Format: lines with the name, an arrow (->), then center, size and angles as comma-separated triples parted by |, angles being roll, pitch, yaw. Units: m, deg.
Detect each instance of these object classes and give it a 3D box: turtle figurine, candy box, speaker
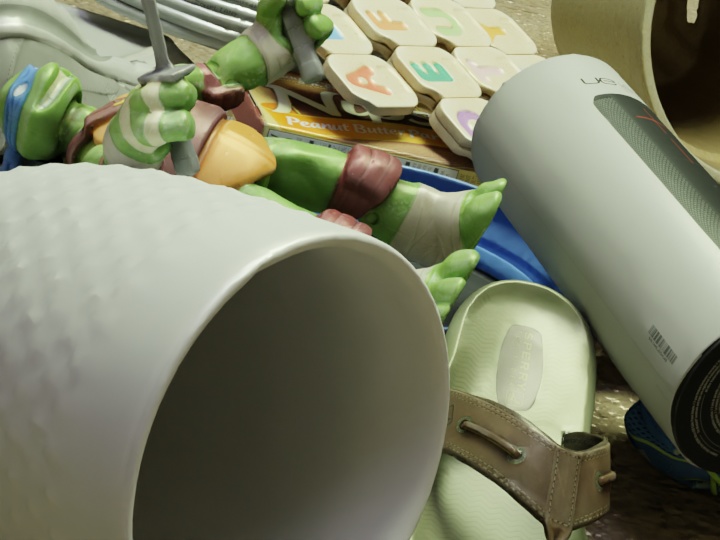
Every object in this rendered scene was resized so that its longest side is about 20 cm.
turtle figurine -> -0.033, -0.066, 0.756 | 0.194, 0.200, 0.144 | 28, 0, -2
candy box -> 0.027, -0.052, 1.050 | 0.199, 0.055, 0.115 | 11, 19, -17
speaker -> 0.117, -0.009, 0.816 | 0.081, 0.081, 0.200 | 1, 33, -24

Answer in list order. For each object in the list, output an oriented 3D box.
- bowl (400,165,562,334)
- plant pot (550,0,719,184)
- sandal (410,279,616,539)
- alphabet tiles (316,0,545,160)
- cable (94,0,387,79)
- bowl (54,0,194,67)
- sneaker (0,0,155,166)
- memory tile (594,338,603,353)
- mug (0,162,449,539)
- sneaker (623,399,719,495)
bowl -> 0.000, 0.000, 0.887 | 0.200, 0.039, 0.201 | 8, 22, -3
plant pot -> 0.226, -0.165, 1.318 | 0.200, 0.201, 0.183 | 1, 11, -24
sandal -> 0.057, 0.066, 0.719 | 0.080, 0.057, 0.201 | 16, 42, -11
alphabet tiles -> 0.031, -0.129, 1.060 | 0.195, 0.015, 0.200 | -6, 51, -49
cable -> -0.062, -0.167, 1.147 | 0.199, 0.069, 0.200 | 18, 15, -1
bowl -> -0.186, -0.097, 1.068 | 0.199, 0.075, 0.200 | 19, 21, 19
sneaker -> -0.130, -0.056, 0.901 | 0.075, 0.082, 0.200 | -11, -18, 25
memory tile -> 0.179, -0.019, 0.982 | 0.153, 0.017, 0.200 | -30, 4, 25
mug -> -0.067, 0.042, 0.687 | 0.175, 0.148, 0.200 | 19, 0, 39
sneaker -> 0.172, 0.079, 0.813 | 0.105, 0.076, 0.200 | -29, 42, 12
